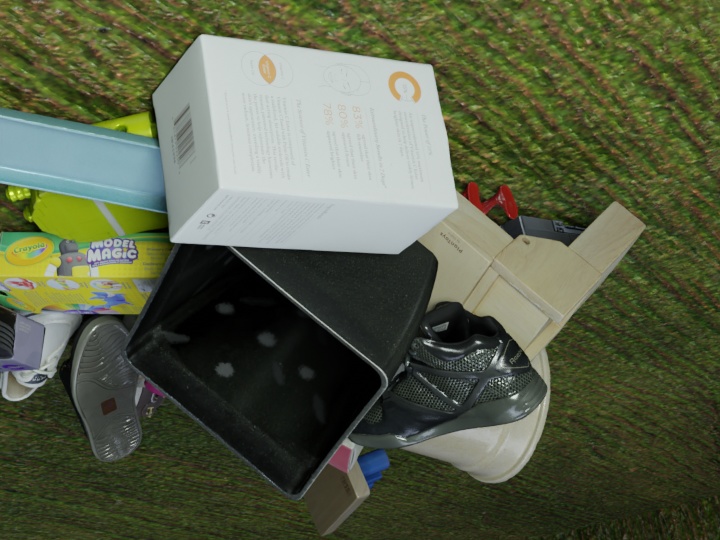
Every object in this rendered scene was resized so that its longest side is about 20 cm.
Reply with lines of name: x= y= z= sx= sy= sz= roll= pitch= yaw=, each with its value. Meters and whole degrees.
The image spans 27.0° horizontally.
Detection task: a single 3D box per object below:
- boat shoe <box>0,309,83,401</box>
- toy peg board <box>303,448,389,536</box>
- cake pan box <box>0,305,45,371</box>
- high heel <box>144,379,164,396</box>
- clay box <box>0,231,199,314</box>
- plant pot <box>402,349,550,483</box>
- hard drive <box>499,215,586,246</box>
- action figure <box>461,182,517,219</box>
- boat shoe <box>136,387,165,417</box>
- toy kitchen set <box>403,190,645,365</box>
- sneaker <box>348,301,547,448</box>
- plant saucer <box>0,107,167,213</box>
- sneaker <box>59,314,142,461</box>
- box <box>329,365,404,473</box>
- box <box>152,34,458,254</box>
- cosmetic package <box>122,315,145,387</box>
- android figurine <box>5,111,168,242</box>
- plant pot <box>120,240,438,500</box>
boat shoe: x=-0.331 y=0.083 z=1.535 sx=0.071 sy=0.070 sz=0.200 roll=3 pitch=156 yaw=-30
toy peg board: x=-0.024 y=0.189 z=1.802 sx=0.098 sy=0.200 sz=0.200 roll=-19 pitch=164 yaw=-21
cake pan box: x=-0.419 y=0.054 z=1.398 sx=0.199 sy=0.053 sz=0.184 roll=-3 pitch=164 yaw=18
high heel: x=-0.125 y=0.144 z=1.543 sx=0.199 sy=0.096 sz=0.067 roll=6 pitch=154 yaw=-36
clay box: x=-0.241 y=0.003 z=1.360 sx=0.199 sy=0.048 sz=0.115 roll=2 pitch=162 yaw=6
plant pot: x=0.082 y=0.130 z=1.688 sx=0.183 sy=0.201 sz=0.200 roll=11 pitch=152 yaw=-28
hard drive: x=0.138 y=0.002 z=1.566 sx=0.200 sy=0.038 sz=0.139 roll=-28 pitch=158 yaw=38
action figure: x=0.075 y=-0.024 z=1.472 sx=0.065 sy=0.052 sz=0.200 roll=-3 pitch=161 yaw=-31
boat shoe: x=-0.250 y=0.129 z=1.698 sx=0.059 sy=0.072 sz=0.200 roll=-9 pitch=164 yaw=-20
toy kitchen set: x=0.108 y=-0.012 z=1.370 sx=0.180 sy=0.200 sz=0.163 roll=-40 pitch=166 yaw=-45
sneaker: x=0.055 y=0.088 z=1.301 sx=0.199 sy=0.114 sz=0.076 roll=-19 pitch=-163 yaw=39
plant saucer: x=-0.198 y=-0.083 z=1.143 sx=0.199 sy=0.019 sz=0.070 roll=11 pitch=136 yaw=-23
sneaker: x=-0.278 y=0.098 z=1.535 sx=0.075 sy=0.106 sz=0.200 roll=-20 pitch=140 yaw=-24
box: x=-0.066 y=0.087 z=1.453 sx=0.199 sy=0.128 sz=0.109 roll=28 pitch=161 yaw=7
box: x=-0.042 y=-0.090 z=1.129 sx=0.199 sy=0.125 sz=0.097 roll=3 pitch=156 yaw=-30
cosmetic package: x=-0.148 y=0.072 z=1.587 sx=0.199 sy=0.071 sz=0.105 roll=-3 pitch=159 yaw=-18
android figurine: x=-0.187 y=-0.072 z=1.231 sx=0.199 sy=0.041 sz=0.182 roll=-12 pitch=160 yaw=5
plant pot: x=-0.050 y=0.034 z=1.266 sx=0.177 sy=0.199 sz=0.200 roll=-46 pitch=173 yaw=-45
